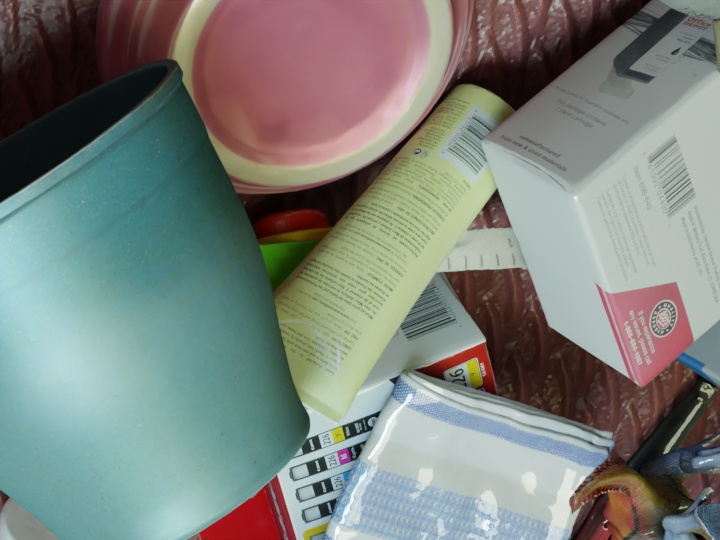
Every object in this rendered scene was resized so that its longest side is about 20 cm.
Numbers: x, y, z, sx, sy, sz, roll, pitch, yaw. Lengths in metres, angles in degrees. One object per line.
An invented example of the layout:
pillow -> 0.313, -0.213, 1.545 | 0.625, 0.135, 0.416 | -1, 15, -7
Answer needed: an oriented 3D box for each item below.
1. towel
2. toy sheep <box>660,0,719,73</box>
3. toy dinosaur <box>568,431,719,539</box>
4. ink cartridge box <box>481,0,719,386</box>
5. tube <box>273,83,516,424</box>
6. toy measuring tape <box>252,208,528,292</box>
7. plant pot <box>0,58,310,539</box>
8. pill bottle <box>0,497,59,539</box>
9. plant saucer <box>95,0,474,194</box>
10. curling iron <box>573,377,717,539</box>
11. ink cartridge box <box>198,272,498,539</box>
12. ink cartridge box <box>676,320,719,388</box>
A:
towel -> 0.043, 0.158, 1.540 | 0.146, 0.024, 0.201 | 19, 100, -31
toy sheep -> 0.179, -0.196, 1.412 | 0.137, 0.138, 0.201 | -11, 93, -15
toy dinosaur -> 0.163, 0.124, 1.599 | 0.199, 0.181, 0.105 | 19, 70, -24
ink cartridge box -> 0.176, -0.062, 1.504 | 0.200, 0.085, 0.146 | -38, 132, -17
tube -> 0.012, -0.011, 1.466 | 0.052, 0.058, 0.200 | 50, 62, -23
toy measuring tape -> 0.000, 0.000, 1.524 | 0.199, 0.074, 0.074 | -6, 126, -28
plant pot -> -0.124, 0.031, 1.360 | 0.200, 0.200, 0.188 | -32, 102, 1
pill bottle -> -0.181, 0.223, 1.574 | 0.109, 0.110, 0.201 | 7, 120, -27
plant saucer -> -0.031, -0.119, 1.433 | 0.200, 0.051, 0.201 | -12, 127, -16
curling iron -> 0.145, 0.142, 1.708 | 0.200, 0.026, 0.050 | -47, 131, 12
ink cartridge box -> -0.006, 0.119, 1.591 | 0.175, 0.084, 0.201 | -21, 130, -7
ink cartridge box -> 0.273, 0.059, 1.619 | 0.200, 0.145, 0.084 | 31, 89, -36
